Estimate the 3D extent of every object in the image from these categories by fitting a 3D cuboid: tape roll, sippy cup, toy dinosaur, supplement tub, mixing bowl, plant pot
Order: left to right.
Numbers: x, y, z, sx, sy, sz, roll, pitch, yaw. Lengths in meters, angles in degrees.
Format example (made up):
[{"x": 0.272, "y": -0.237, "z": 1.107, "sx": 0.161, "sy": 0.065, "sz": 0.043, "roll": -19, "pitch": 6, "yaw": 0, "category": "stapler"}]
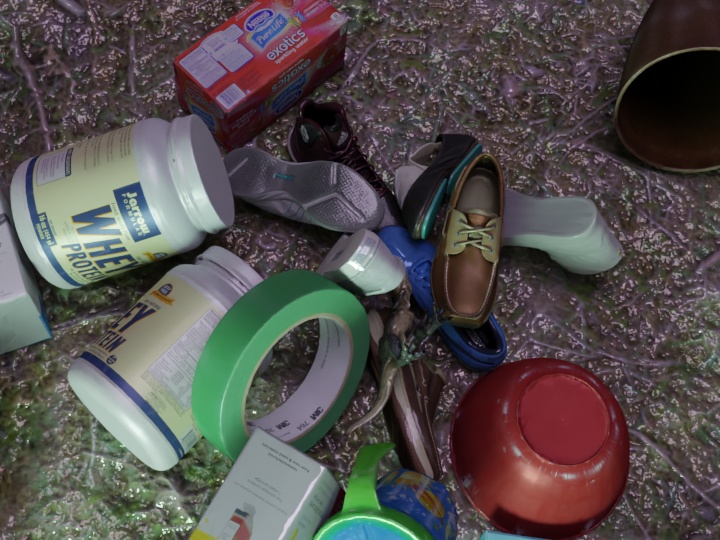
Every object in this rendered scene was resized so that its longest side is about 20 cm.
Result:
[{"x": -0.248, "y": -0.075, "z": 1.118, "sx": 0.198, "sy": 0.145, "sz": 0.146, "roll": -17, "pitch": 66, "yaw": 7, "category": "supplement tub"}, {"x": -0.181, "y": 0.087, "z": 1.081, "sx": 0.145, "sy": 0.145, "sz": 0.200, "roll": 39, "pitch": 68, "yaw": 13, "category": "supplement tub"}, {"x": -0.075, "y": 0.099, "z": 1.052, "sx": 0.048, "sy": 0.201, "sz": 0.200, "roll": 31, "pitch": 64, "yaw": 36, "category": "tape roll"}, {"x": 0.034, "y": 0.262, "z": 1.014, "sx": 0.139, "sy": 0.179, "sz": 0.130, "roll": 27, "pitch": 25, "yaw": 10, "category": "sippy cup"}, {"x": 0.042, "y": 0.075, "z": 1.074, "sx": 0.047, "sy": 0.088, "sz": 0.201, "roll": 34, "pitch": 53, "yaw": -21, "category": "toy dinosaur"}, {"x": 0.198, "y": 0.169, "z": 1.093, "sx": 0.198, "sy": 0.109, "sz": 0.202, "roll": 2, "pitch": 65, "yaw": -4, "category": "mixing bowl"}, {"x": 0.402, "y": -0.257, "z": 1.284, "sx": 0.185, "sy": 0.188, "sz": 0.201, "roll": 10, "pitch": 50, "yaw": 0, "category": "plant pot"}]

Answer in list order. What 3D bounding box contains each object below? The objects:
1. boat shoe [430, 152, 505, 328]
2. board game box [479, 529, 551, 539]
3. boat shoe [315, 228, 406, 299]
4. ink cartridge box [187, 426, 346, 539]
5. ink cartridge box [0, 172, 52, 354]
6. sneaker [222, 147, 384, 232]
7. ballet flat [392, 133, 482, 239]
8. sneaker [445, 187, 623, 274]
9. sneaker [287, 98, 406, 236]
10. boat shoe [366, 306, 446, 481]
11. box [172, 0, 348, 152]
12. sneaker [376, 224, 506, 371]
[{"x": 0.117, "y": -0.039, "z": 1.122, "sx": 0.075, "sy": 0.074, "sz": 0.202, "roll": 7, "pitch": 59, "yaw": 3, "category": "boat shoe"}, {"x": 0.212, "y": 0.350, "z": 1.043, "sx": 0.198, "sy": 0.047, "sz": 0.152, "roll": 8, "pitch": 65, "yaw": 0, "category": "board game box"}, {"x": 0.000, "y": 0.000, "z": 1.118, "sx": 0.068, "sy": 0.200, "sz": 0.072, "roll": 37, "pitch": 73, "yaw": -9, "category": "boat shoe"}, {"x": -0.101, "y": 0.269, "z": 0.987, "sx": 0.083, "sy": 0.145, "sz": 0.201, "roll": 26, "pitch": 72, "yaw": 20, "category": "ink cartridge box"}, {"x": -0.398, "y": -0.026, "z": 1.133, "sx": 0.067, "sy": 0.116, "sz": 0.201, "roll": -18, "pitch": 66, "yaw": -12, "category": "ink cartridge box"}, {"x": -0.059, "y": -0.087, "z": 1.186, "sx": 0.199, "sy": 0.080, "sz": 0.071, "roll": 19, "pitch": 81, "yaw": 21, "category": "sneaker"}, {"x": 0.077, "y": -0.100, "z": 1.212, "sx": 0.068, "sy": 0.068, "sz": 0.200, "roll": 22, "pitch": 38, "yaw": 13, "category": "ballet flat"}, {"x": 0.200, "y": -0.039, "z": 1.211, "sx": 0.199, "sy": 0.115, "sz": 0.074, "roll": 12, "pitch": 72, "yaw": 41, "category": "sneaker"}, {"x": -0.016, "y": -0.116, "z": 1.204, "sx": 0.075, "sy": 0.116, "sz": 0.200, "roll": -38, "pitch": 73, "yaw": -19, "category": "sneaker"}, {"x": 0.059, "y": 0.126, "z": 1.121, "sx": 0.074, "sy": 0.075, "sz": 0.204, "roll": -14, "pitch": 66, "yaw": -12, "category": "boat shoe"}, {"x": -0.117, "y": -0.249, "z": 1.269, "sx": 0.100, "sy": 0.096, "sz": 0.200, "roll": 43, "pitch": 69, "yaw": 14, "category": "box"}, {"x": 0.091, "y": 0.022, "z": 1.155, "sx": 0.066, "sy": 0.078, "sz": 0.200, "roll": -37, "pitch": 81, "yaw": -13, "category": "sneaker"}]
